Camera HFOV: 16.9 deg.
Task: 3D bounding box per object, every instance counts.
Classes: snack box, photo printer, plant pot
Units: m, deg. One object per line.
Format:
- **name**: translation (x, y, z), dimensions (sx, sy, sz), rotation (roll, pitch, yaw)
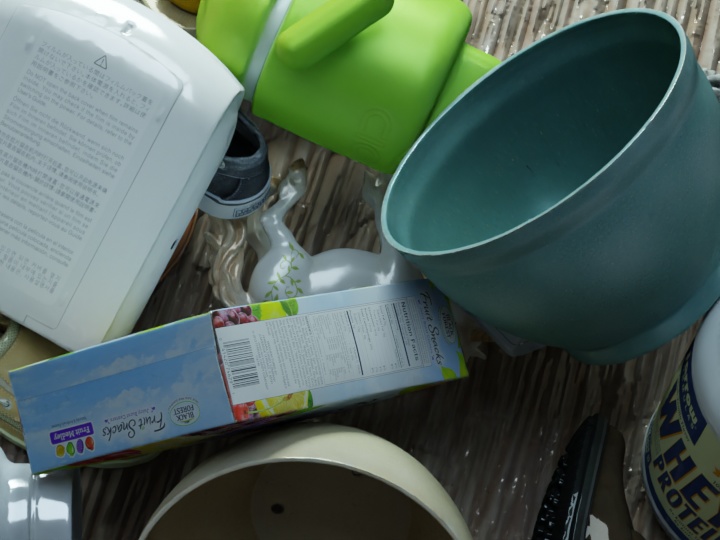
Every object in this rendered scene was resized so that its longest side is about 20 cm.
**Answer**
- **snack box**: translation (-0.067, 0.058, 1.369), dimensions (0.200, 0.169, 0.068), rotation (-10, 85, -49)
- **photo printer**: translation (-0.174, -0.068, 1.437), dimensions (0.166, 0.069, 0.200), rotation (28, 96, 4)
- **plant pot**: translation (-0.024, 0.164, 1.357), dimensions (0.200, 0.200, 0.134), rotation (7, 24, 3)
- **plant pot**: translation (0.131, -0.033, 1.365), dimensions (0.200, 0.134, 0.200), rotation (-31, 26, 17)

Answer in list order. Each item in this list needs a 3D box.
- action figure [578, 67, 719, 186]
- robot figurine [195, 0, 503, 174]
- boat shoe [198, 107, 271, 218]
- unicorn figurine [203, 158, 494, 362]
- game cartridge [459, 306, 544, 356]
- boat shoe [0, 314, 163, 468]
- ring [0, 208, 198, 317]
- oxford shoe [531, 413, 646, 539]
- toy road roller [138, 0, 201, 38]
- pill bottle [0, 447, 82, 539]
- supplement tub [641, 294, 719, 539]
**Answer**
- **action figure**: translation (0.214, -0.062, 1.513), dimensions (0.200, 0.102, 0.119), rotation (7, 28, -26)
- **robot figurine**: translation (-0.011, -0.133, 1.473), dimensions (0.200, 0.175, 0.116), rotation (25, 96, 1)
- **boat shoe**: translation (-0.135, -0.112, 1.506), dimensions (0.200, 0.068, 0.072), rotation (40, 63, 20)
- **unicorn figurine**: translation (0.000, 0.000, 1.521), dimensions (0.200, 0.074, 0.137), rotation (-4, 67, 6)
- **game cartridge**: translation (0.115, -0.020, 1.509), dimensions (0.200, 0.040, 0.133), rotation (-17, 58, -45)
- **boat shoe**: translation (-0.208, 0.061, 1.465), dimensions (0.200, 0.076, 0.072), rotation (17, 59, 9)
- **ring**: translation (-0.204, -0.045, 1.569), dimensions (0.200, 0.019, 0.200), rotation (1, 58, -1)
- **oxford shoe**: translation (0.145, 0.179, 1.415), dimensions (0.084, 0.073, 0.200), rotation (13, 59, -12)
- **toy road roller**: translation (-0.039, -0.180, 1.601), dimensions (0.146, 0.123, 0.200), rotation (39, 63, 16)
- **pill bottle**: translation (-0.262, 0.148, 1.385), dimensions (0.200, 0.112, 0.112), rotation (-1, 57, -2)
- **supplement tub**: translation (0.250, 0.082, 1.387), dimensions (0.145, 0.200, 0.145), rotation (3, 61, -6)
